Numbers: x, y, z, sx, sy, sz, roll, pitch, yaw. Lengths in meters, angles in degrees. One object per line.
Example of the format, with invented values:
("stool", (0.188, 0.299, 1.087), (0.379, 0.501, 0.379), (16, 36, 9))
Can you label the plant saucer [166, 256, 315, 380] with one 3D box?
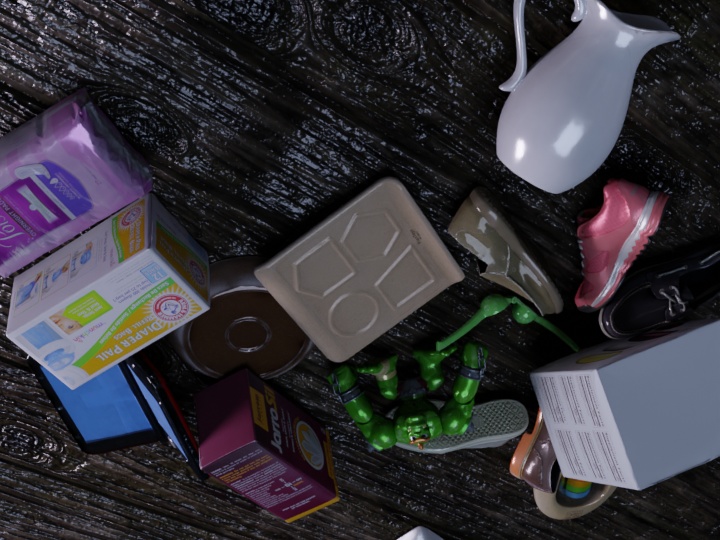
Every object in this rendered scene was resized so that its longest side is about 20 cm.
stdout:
("plant saucer", (-0.137, 0.070, 1.328), (0.198, 0.032, 0.201), (-5, 131, -6))

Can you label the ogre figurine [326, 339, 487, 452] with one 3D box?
("ogre figurine", (0.069, 0.162, 1.393), (0.198, 0.098, 0.121), (-14, 97, -15))

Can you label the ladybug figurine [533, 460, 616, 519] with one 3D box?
("ladybug figurine", (0.306, 0.278, 1.554), (0.135, 0.072, 0.201), (-3, 133, -14))

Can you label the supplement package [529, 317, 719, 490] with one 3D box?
("supplement package", (0.345, 0.158, 1.331), (0.190, 0.200, 0.148), (-19, 89, -15))

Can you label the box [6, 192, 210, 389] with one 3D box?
("box", (-0.277, 0.024, 1.215), (0.199, 0.102, 0.113), (-30, 128, 14))

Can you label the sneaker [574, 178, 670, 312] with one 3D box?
("sneaker", (0.293, -0.035, 1.312), (0.086, 0.074, 0.201), (30, 134, 8))

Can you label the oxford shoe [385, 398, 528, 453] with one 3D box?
("oxford shoe", (0.127, 0.212, 1.476), (0.198, 0.076, 0.058), (-4, 158, -7))

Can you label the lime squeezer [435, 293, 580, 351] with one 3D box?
("lime squeezer", (0.190, 0.065, 1.366), (0.198, 0.071, 0.038), (2, 166, -20))

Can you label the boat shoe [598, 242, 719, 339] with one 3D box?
("boat shoe", (0.384, 0.023, 1.334), (0.199, 0.063, 0.073), (-27, 93, -8))

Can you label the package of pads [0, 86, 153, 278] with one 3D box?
("package of pads", (-0.328, -0.090, 1.128), (0.199, 0.076, 0.121), (-28, 126, 12))

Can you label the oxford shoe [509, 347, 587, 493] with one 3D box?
("oxford shoe", (0.274, 0.201, 1.455), (0.071, 0.073, 0.201), (6, 110, -54))

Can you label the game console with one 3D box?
("game console", (-0.293, 0.181, 1.338), (0.118, 0.172, 0.201), (-33, 133, -17))

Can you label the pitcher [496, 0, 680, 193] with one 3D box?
("pitcher", (0.204, -0.197, 1.129), (0.171, 0.121, 0.201), (28, 111, -6))

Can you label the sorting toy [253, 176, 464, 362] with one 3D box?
("sorting toy", (0.000, 0.000, 1.282), (0.199, 0.037, 0.185), (-33, 128, 7))

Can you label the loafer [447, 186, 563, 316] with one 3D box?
("loafer", (0.172, -0.015, 1.292), (0.067, 0.076, 0.200), (-32, 118, 17))

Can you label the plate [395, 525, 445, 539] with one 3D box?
("plate", (0.081, 0.499, 1.725), (0.199, 0.032, 0.200), (-37, 127, 18))

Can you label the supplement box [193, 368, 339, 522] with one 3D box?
("supplement box", (-0.117, 0.225, 1.387), (0.085, 0.111, 0.200), (-27, 138, 17))
